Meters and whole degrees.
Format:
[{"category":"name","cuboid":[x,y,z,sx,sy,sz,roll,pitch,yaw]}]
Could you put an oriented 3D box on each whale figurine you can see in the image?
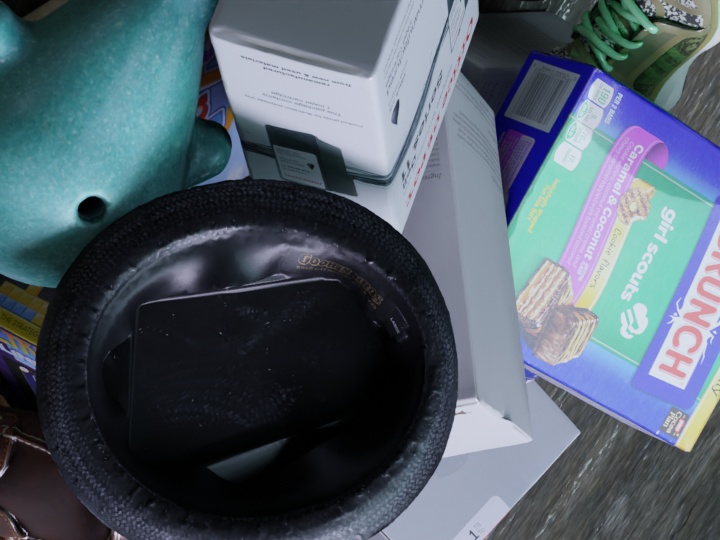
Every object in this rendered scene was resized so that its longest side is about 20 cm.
[{"category":"whale figurine","cuboid":[-0.119,-0.080,1.121,0.159,0.104,0.200,30,104,-32]}]

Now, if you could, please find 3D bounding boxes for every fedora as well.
[{"category":"fedora","cuboid":[-0.057,0.051,1.128,0.201,0.201,0.092,-48,-174,-13]}]

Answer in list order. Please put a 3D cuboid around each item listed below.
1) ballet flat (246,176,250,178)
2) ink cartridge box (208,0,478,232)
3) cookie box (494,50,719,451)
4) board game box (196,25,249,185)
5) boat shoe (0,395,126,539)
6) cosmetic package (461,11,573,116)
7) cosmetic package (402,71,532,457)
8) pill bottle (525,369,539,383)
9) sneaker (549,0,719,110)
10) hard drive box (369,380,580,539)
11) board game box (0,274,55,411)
[{"category":"ballet flat","cuboid":[-0.037,-0.051,1.384,0.200,0.065,0.071,-40,116,-32]},{"category":"ink cartridge box","cuboid":[-0.002,-0.121,1.155,0.200,0.083,0.147,79,29,-69]},{"category":"cookie box","cuboid":[0.151,-0.009,1.416,0.200,0.075,0.171,28,90,-32]},{"category":"board game box","cuboid":[-0.058,-0.121,1.270,0.200,0.037,0.152,-30,142,-42]},{"category":"boat shoe","cuboid":[-0.183,0.102,1.188,0.070,0.200,0.071,-13,108,-44]},{"category":"cosmetic package","cuboid":[0.082,-0.108,1.534,0.200,0.074,0.102,-11,132,-59]},{"category":"cosmetic package","cuboid":[0.033,-0.005,1.291,0.108,0.085,0.201,42,41,-64]},{"category":"pill bottle","cuboid":[0.057,0.035,1.547,0.200,0.120,0.120,-31,167,29]},{"category":"sneaker","cuboid":[0.159,-0.139,1.427,0.088,0.077,0.200,-26,157,-21]},{"category":"hard drive box","cuboid":[0.041,0.148,1.674,0.156,0.077,0.200,-45,-172,-20]},{"category":"board game box","cuboid":[-0.103,0.076,1.283,0.057,0.200,0.165,-55,158,-21]}]
